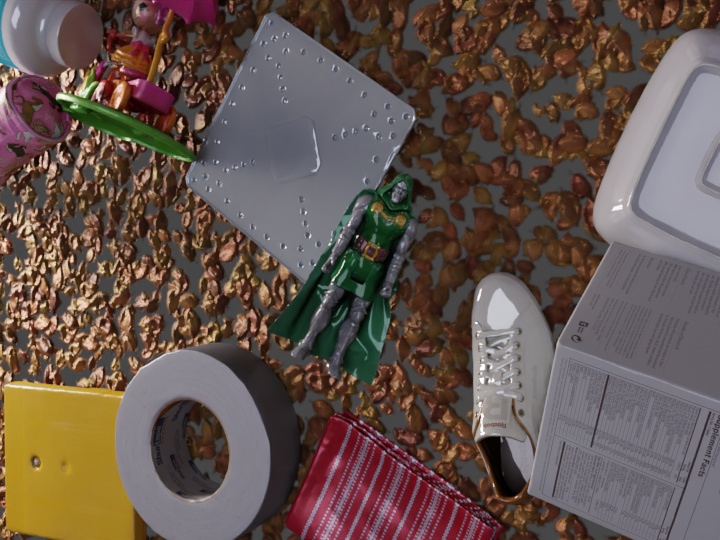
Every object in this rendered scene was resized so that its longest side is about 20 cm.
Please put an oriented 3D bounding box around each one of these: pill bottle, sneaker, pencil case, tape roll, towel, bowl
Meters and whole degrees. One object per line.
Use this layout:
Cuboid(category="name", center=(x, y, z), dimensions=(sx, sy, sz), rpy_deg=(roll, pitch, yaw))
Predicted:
Cuboid(category="pill bottle", center=(-0.384, -0.284, 0.972), dimensions=(0.197, 0.110, 0.113), rpy_deg=(22, 101, 23))
Cuboid(category="sneaker", center=(0.132, 0.103, 0.758), dimensions=(0.071, 0.084, 0.205), rpy_deg=(-11, 86, 26))
Cuboid(category="pencil case", center=(-0.413, -0.145, 0.992), dimensions=(0.198, 0.087, 0.084), rpy_deg=(-26, 100, 34))
Cuboid(category="tape roll", center=(-0.162, 0.182, 0.910), dimensions=(0.196, 0.066, 0.206), rpy_deg=(1, 93, 25))
Cuboid(category="towel", center=(0.025, 0.248, 0.848), dimensions=(0.198, 0.022, 0.147), rpy_deg=(32, 106, 21))
Cuboid(category="bowl", center=(0.295, -0.078, 0.679), dimensions=(0.197, 0.074, 0.204), rpy_deg=(29, 103, 21))

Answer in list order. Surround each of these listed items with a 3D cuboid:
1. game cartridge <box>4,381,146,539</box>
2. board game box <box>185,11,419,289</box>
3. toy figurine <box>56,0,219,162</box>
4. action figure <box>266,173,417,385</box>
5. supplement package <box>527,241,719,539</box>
Cuboid(category="game cartridge", center=(-0.335, 0.227, 1.016), dimensions=(0.195, 0.032, 0.181), rpy_deg=(2, 93, 23))
Cuboid(category="board game box", center=(-0.062, -0.120, 0.872), dimensions=(0.199, 0.026, 0.203), rpy_deg=(37, 107, 20))
Cuboid(category="toy figurine", center=(-0.220, -0.232, 0.906), dimensions=(0.198, 0.148, 0.188), rpy_deg=(17, 84, 53))
Cuboid(category="action figure", center=(0.000, 0.000, 0.823), dimensions=(0.116, 0.055, 0.203), rpy_deg=(24, 102, -6))
Cuboid(category="supplement package", center=(0.248, 0.104, 0.638), dimensions=(0.196, 0.152, 0.154), rpy_deg=(19, 128, 23))
